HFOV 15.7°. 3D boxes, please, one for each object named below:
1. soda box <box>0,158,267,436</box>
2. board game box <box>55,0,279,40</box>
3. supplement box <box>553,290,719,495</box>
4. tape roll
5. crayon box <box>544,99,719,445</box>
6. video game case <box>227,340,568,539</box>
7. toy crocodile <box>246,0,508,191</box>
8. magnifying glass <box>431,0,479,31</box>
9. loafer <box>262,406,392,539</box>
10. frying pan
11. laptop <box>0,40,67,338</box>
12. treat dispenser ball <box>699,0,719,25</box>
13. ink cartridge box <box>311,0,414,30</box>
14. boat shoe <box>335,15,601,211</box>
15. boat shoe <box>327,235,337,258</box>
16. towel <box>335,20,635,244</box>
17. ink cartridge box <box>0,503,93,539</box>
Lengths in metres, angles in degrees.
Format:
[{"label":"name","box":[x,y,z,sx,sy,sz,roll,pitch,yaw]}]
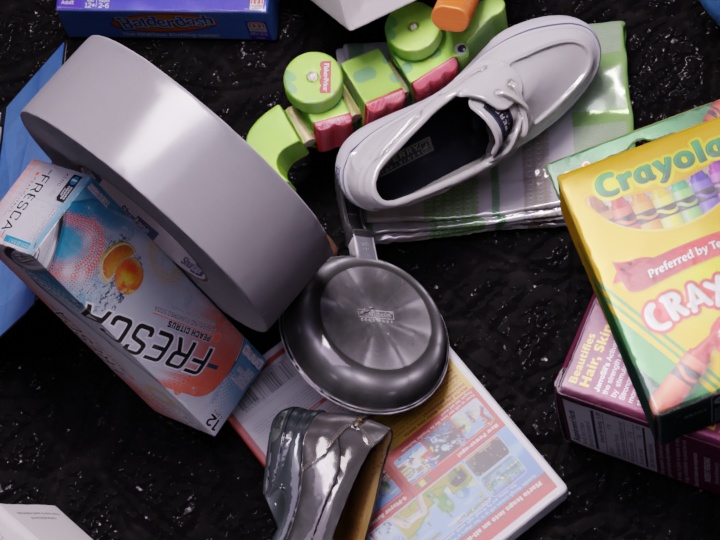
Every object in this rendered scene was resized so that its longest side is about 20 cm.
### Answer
[{"label":"soda box","box":[-0.147,0.019,1.638,0.068,0.200,0.064,17,66,48]},{"label":"board game box","box":[-0.125,-0.261,1.839,0.151,0.045,0.201,1,67,9]},{"label":"supplement box","box":[0.235,0.066,1.614,0.199,0.103,0.132,19,71,16]},{"label":"tape roll","box":[-0.112,-0.052,1.590,0.200,0.200,0.066,37,80,21]},{"label":"crayon box","box":[0.198,-0.011,1.570,0.126,0.051,0.201,-21,64,-2]},{"label":"video game case","box":[0.017,0.112,1.676,0.143,0.017,0.200,-37,66,-7]},{"label":"toy crocodile","box":[0.012,-0.120,1.715,0.199,0.068,0.062,-28,66,-10]},{"label":"magnifying glass","box":[0.083,-0.216,1.747,0.079,0.023,0.200,10,35,11]},{"label":"loafer","box":[-0.022,0.184,1.609,0.072,0.073,0.202,0,81,19]},{"label":"frying pan","box":[0.015,0.008,1.673,0.114,0.031,0.191,24,54,-6]},{"label":"laptop","box":[-0.285,-0.043,1.735,0.198,0.116,0.189,0,67,9]},{"label":"treat dispenser ball","box":[0.300,-0.229,1.673,0.199,0.201,0.202,-3,67,8]},{"label":"ink cartridge box","box":[-0.007,-0.241,1.735,0.116,0.068,0.200,-26,34,-14]},{"label":"boat shoe","box":[0.080,-0.095,1.682,0.200,0.074,0.065,-36,22,-11]},{"label":"boat shoe","box":[-0.112,-0.032,1.737,0.202,0.075,0.075,29,99,17]},{"label":"towel","box":[0.083,-0.096,1.746,0.198,0.031,0.150,-6,68,6]},{"label":"ink cartridge box","box":[-0.174,0.259,1.587,0.200,0.083,0.147,39,100,21]}]
